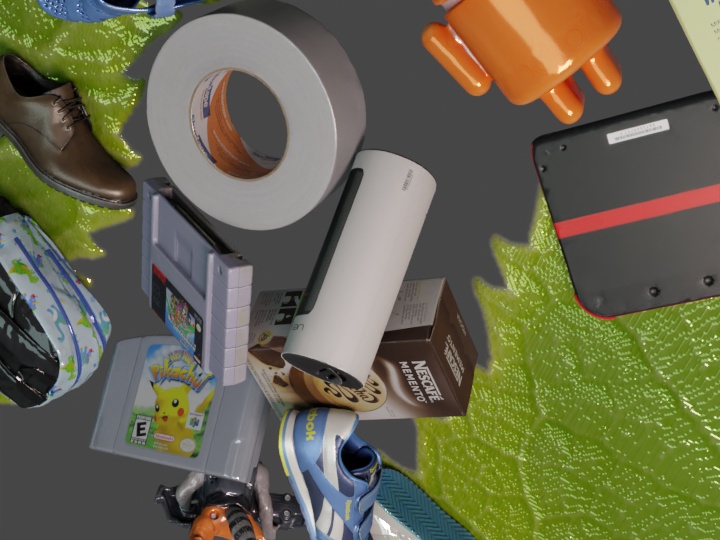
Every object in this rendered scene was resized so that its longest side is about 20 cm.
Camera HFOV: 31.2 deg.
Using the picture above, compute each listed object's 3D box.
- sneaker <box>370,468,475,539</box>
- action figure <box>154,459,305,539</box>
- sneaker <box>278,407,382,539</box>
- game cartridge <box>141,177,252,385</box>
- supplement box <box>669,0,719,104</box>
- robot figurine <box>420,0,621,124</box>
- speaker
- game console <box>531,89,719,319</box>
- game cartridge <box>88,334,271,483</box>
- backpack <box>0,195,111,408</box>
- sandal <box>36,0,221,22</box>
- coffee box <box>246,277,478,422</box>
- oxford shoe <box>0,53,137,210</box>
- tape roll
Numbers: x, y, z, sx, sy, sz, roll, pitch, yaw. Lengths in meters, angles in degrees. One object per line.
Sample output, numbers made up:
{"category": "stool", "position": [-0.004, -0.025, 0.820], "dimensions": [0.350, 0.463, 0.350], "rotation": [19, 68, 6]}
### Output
{"category": "sneaker", "position": [0.066, 0.298, 1.333], "dimensions": [0.200, 0.076, 0.081], "rotation": [48, 129, 4]}
{"category": "action figure", "position": [-0.107, 0.245, 1.323], "dimensions": [0.197, 0.195, 0.106], "rotation": [4, 127, -15]}
{"category": "sneaker", "position": [-0.013, 0.218, 1.248], "dimensions": [0.081, 0.074, 0.202], "rotation": [-13, 117, 15]}
{"category": "game cartridge", "position": [-0.163, 0.009, 1.240], "dimensions": [0.200, 0.038, 0.131], "rotation": [41, 129, 47]}
{"category": "supplement box", "position": [0.338, -0.205, 0.930], "dimensions": [0.198, 0.134, 0.201], "rotation": [-26, 103, 24]}
{"category": "robot figurine", "position": [0.131, -0.216, 1.031], "dimensions": [0.201, 0.117, 0.144], "rotation": [50, 149, -7]}
{"category": "speaker", "position": [0.000, 0.000, 1.138], "dimensions": [0.080, 0.081, 0.202], "rotation": [19, 75, 5]}
{"category": "game console", "position": [0.260, -0.054, 1.109], "dimensions": [0.198, 0.031, 0.179], "rotation": [-13, 103, 26]}
{"category": "game cartridge", "position": [-0.184, 0.136, 1.327], "dimensions": [0.198, 0.040, 0.135], "rotation": [6, 73, 28]}
{"category": "backpack", "position": [-0.358, 0.044, 1.351], "dimensions": [0.163, 0.153, 0.201], "rotation": [-44, 72, 30]}
{"category": "sandal", "position": [-0.218, -0.263, 1.168], "dimensions": [0.198, 0.087, 0.080], "rotation": [-3, 115, 25]}
{"category": "coffee box", "position": [0.000, 0.078, 1.226], "dimensions": [0.198, 0.080, 0.114], "rotation": [-5, 134, 25]}
{"category": "oxford shoe", "position": [-0.294, -0.137, 1.267], "dimensions": [0.199, 0.073, 0.085], "rotation": [39, 120, 1]}
{"category": "tape roll", "position": [-0.096, -0.142, 1.177], "dimensions": [0.198, 0.066, 0.203], "rotation": [12, 117, 24]}
